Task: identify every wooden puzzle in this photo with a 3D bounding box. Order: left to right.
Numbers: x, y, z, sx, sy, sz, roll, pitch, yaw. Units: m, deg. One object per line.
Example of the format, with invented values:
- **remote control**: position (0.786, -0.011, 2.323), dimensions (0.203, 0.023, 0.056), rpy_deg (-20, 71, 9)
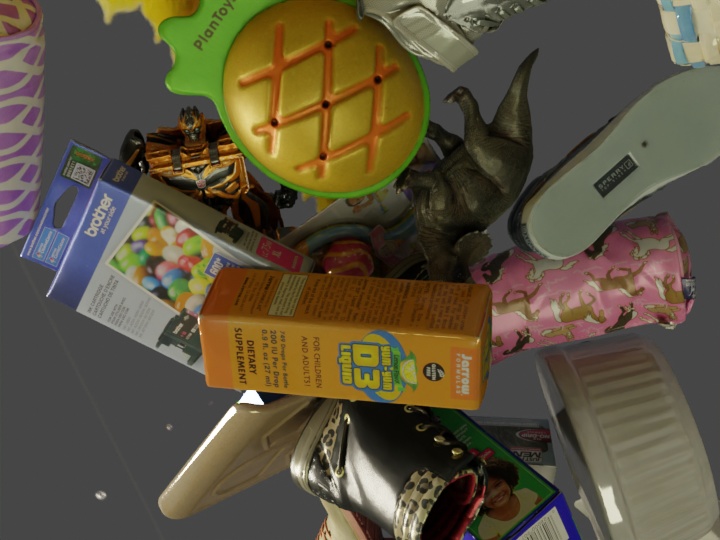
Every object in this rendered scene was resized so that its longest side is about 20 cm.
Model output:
- **wooden puzzle**: position (-0.058, 0.122, 1.213), dimensions (0.199, 0.046, 0.185), rpy_deg (-15, 155, -39)

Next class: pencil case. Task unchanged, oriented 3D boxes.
- **pencil case**: position (-0.272, -0.110, 1.065), dimensions (0.085, 0.084, 0.201), rpy_deg (33, 131, 23)
- **pencil case**: position (0.164, 0.017, 1.168), dimensions (0.199, 0.087, 0.083), rpy_deg (-13, 143, 11)

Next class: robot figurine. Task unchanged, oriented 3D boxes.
- **robot figurine**: position (-0.109, -0.035, 1.136), dimensions (0.144, 0.058, 0.201), rpy_deg (-11, 129, 2)

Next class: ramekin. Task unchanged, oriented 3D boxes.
- **ramekin**: position (0.220, 0.145, 1.208), dimensions (0.094, 0.203, 0.203), rpy_deg (-19, 128, 1)

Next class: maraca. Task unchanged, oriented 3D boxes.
- **maraca**: position (-0.044, -0.134, 1.029), dimensions (0.199, 0.107, 0.137), rpy_deg (33, 96, -11)

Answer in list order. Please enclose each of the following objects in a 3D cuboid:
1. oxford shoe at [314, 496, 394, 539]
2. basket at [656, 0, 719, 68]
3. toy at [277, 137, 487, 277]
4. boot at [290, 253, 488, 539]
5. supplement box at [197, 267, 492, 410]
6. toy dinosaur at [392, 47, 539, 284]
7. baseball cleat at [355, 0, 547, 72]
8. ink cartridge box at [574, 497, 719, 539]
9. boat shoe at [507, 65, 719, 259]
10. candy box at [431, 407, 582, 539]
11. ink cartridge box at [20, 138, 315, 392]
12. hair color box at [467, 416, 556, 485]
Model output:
- **oxford shoe**: position (-0.013, 0.253, 1.367), dimensions (0.073, 0.071, 0.201), rpy_deg (-12, 128, 12)
- **basket**: position (0.286, -0.210, 0.926), dimensions (0.199, 0.177, 0.140), rpy_deg (-6, 124, 18)
- **toy**: position (0.000, 0.000, 1.135), dimensions (0.200, 0.047, 0.115), rpy_deg (-37, 130, 1)
- **boot**: position (0.046, 0.102, 1.086), dimensions (0.073, 0.153, 0.204), rpy_deg (27, 91, -44)
- **supplement box**: position (-0.009, 0.047, 1.031), dimensions (0.199, 0.069, 0.067), rpy_deg (2, 123, 9)
- **toy dinosaur**: position (0.080, -0.070, 1.085), dimensions (0.102, 0.077, 0.201), rpy_deg (36, 77, -20)
- **baseball cleat**: position (0.096, -0.185, 0.997), dimensions (0.199, 0.070, 0.107), rpy_deg (6, 94, 5)
- **ink cartridge box**: position (0.301, 0.270, 1.386), dimensions (0.117, 0.068, 0.200), rpy_deg (-32, 123, 24)
- **boat shoe**: position (0.193, -0.083, 1.102), dimensions (0.200, 0.091, 0.071), rpy_deg (-36, 97, -5)
- **candy box**: position (0.096, 0.198, 1.163), dimensions (0.077, 0.200, 0.170), rpy_deg (-38, 129, -15)
- **ink cartridge box**: position (-0.149, -0.001, 1.091), dimensions (0.199, 0.042, 0.120), rpy_deg (28, 122, -6)
- **hair color box**: position (0.114, 0.225, 1.351), dimensions (0.098, 0.061, 0.201), rpy_deg (3, 130, -3)
